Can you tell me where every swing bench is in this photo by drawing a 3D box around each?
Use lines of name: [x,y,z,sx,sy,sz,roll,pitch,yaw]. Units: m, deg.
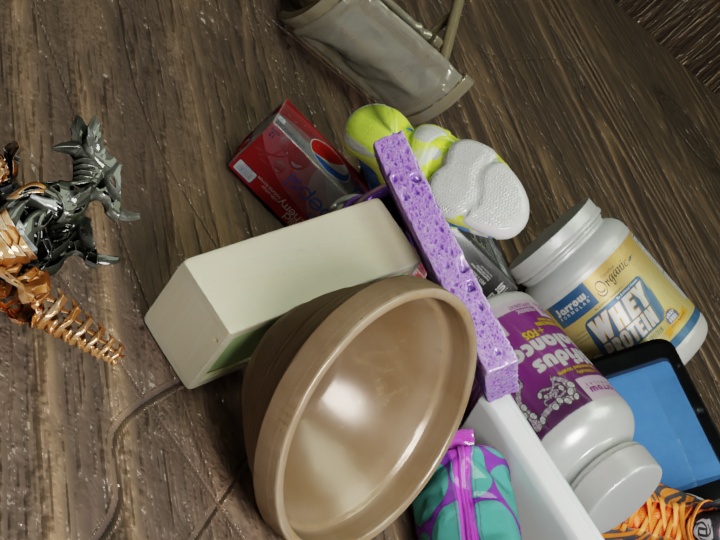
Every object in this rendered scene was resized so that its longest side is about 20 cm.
swing bench: [0.015,-0.286,1.683,0.198,0.129,0.201,38,30,-26]

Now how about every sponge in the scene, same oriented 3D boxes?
sponge: [0.066,-0.002,1.114,0.112,0.030,0.202,65,0,-72]

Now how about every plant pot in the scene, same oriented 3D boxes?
plant pot: [-0.016,0.086,1.002,0.092,0.203,0.200,28,8,35]

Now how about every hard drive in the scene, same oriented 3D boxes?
hard drive: [0.143,0.204,1.168,0.026,0.132,0.201,-25,69,-23]

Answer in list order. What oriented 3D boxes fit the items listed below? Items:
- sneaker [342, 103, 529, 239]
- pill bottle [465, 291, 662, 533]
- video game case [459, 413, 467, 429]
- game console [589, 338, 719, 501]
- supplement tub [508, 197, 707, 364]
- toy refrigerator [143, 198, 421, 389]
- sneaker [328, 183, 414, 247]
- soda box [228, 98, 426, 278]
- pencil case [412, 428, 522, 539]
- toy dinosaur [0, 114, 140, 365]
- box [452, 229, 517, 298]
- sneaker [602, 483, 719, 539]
sneaker: [0.072,-0.072,1.286,0.199,0.076,0.105,37,-18,30]
pill bottle: [0.160,0.121,1.229,0.112,0.113,0.200,15,30,-53]
video game case: [0.147,0.167,1.346,0.183,0.022,0.199,56,24,15]
game console: [0.243,0.138,1.394,0.175,0.116,0.201,30,28,-39]
supplement tub: [0.274,0.035,1.628,0.200,0.144,0.145,48,23,-1]
toy refrigerator: [-0.052,0.016,1.063,0.199,0.076,0.070,-21,69,-45]
sneaker: [0.000,0.000,1.197,0.080,0.088,0.201,38,48,-21]
soda box: [-0.025,-0.056,1.326,0.200,0.063,0.070,46,22,-11]
pencil case: [0.085,0.217,1.068,0.201,0.084,0.093,-97,179,-55]
toy dinosaur: [-0.219,-0.021,0.912,0.135,0.102,0.202,-31,96,-44]
box: [0.076,-0.048,1.468,0.158,0.048,0.200,43,11,-15]
sneaker: [0.264,0.210,1.263,0.198,0.079,0.112,14,-8,-20]
